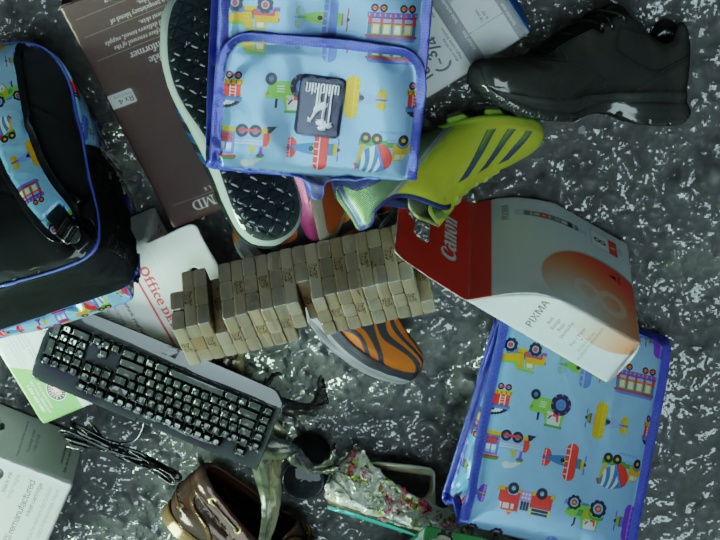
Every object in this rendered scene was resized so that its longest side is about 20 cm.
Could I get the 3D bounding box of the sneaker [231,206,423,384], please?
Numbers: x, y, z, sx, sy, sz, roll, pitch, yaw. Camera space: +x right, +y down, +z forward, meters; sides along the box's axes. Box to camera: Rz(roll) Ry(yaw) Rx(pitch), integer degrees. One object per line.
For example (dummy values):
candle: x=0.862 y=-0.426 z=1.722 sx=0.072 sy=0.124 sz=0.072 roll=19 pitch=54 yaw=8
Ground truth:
sneaker: x=0.000 y=0.000 z=1.474 sx=0.200 sy=0.078 sz=0.112 roll=42 pitch=110 yaw=-17

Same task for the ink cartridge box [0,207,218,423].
ink cartridge box: x=-0.197 y=0.030 z=1.494 sx=0.199 sy=0.067 sz=0.118 roll=-22 pitch=114 yaw=11

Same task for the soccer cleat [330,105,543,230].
soccer cleat: x=0.062 y=-0.076 z=1.399 sx=0.199 sy=0.065 sz=0.084 roll=-13 pitch=82 yaw=-34

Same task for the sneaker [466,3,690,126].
sneaker: x=0.168 y=-0.159 z=1.387 sx=0.199 sy=0.076 sz=0.091 roll=-2 pitch=107 yaw=-31

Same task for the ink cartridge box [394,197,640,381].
ink cartridge box: x=0.124 y=-0.016 z=1.419 sx=0.199 sy=0.162 sz=0.050 roll=32 pitch=117 yaw=-13

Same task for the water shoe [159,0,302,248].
water shoe: x=-0.103 y=-0.110 z=1.338 sx=0.071 sy=0.079 sz=0.201 roll=-16 pitch=87 yaw=-14

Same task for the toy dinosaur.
toy dinosaur: x=-0.065 y=0.136 z=1.499 sx=0.088 sy=0.047 sz=0.201 roll=-11 pitch=110 yaw=1

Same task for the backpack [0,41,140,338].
backpack: x=-0.271 y=-0.065 z=1.404 sx=0.182 sy=0.135 sz=0.201 roll=-19 pitch=70 yaw=13

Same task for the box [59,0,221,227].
box: x=-0.140 y=-0.145 z=1.406 sx=0.100 sy=0.075 sz=0.201 roll=-20 pitch=115 yaw=16

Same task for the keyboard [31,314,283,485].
keyboard: x=-0.172 y=0.115 z=1.471 sx=0.199 sy=0.021 sz=0.128 roll=22 pitch=116 yaw=1

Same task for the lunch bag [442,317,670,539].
lunch bag: x=0.169 y=0.121 z=1.509 sx=0.150 sy=0.094 sz=0.201 roll=14 pitch=94 yaw=-8

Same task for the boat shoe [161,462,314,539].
boat shoe: x=-0.077 y=0.243 z=1.591 sx=0.200 sy=0.071 sz=0.070 roll=34 pitch=115 yaw=-15

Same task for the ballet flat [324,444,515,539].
ballet flat: x=0.064 y=0.207 z=1.580 sx=0.199 sy=0.076 sz=0.064 roll=23 pitch=80 yaw=-16

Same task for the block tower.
block tower: x=-0.046 y=0.018 z=1.411 sx=0.199 sy=0.054 sz=0.058 roll=-12 pitch=145 yaw=4

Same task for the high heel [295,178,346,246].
high heel: x=-0.060 y=-0.115 z=1.396 sx=0.096 sy=0.067 sz=0.201 roll=12 pitch=118 yaw=29

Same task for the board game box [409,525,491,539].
board game box: x=0.098 y=0.262 z=1.550 sx=0.134 sy=0.200 sz=0.029 roll=12 pitch=70 yaw=-6

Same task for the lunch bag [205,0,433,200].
lunch bag: x=-0.031 y=-0.151 z=1.284 sx=0.150 sy=0.094 sz=0.201 roll=2 pitch=95 yaw=-9

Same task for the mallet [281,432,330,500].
mallet: x=-0.112 y=0.128 z=1.562 sx=0.199 sy=0.066 sz=0.041 roll=31 pitch=107 yaw=3

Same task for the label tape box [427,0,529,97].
label tape box: x=0.008 y=-0.193 z=1.390 sx=0.199 sy=0.063 sz=0.144 roll=-31 pitch=111 yaw=13

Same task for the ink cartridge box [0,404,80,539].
ink cartridge box: x=-0.358 y=0.183 z=1.557 sx=0.199 sy=0.084 sz=0.147 roll=21 pitch=114 yaw=-10
